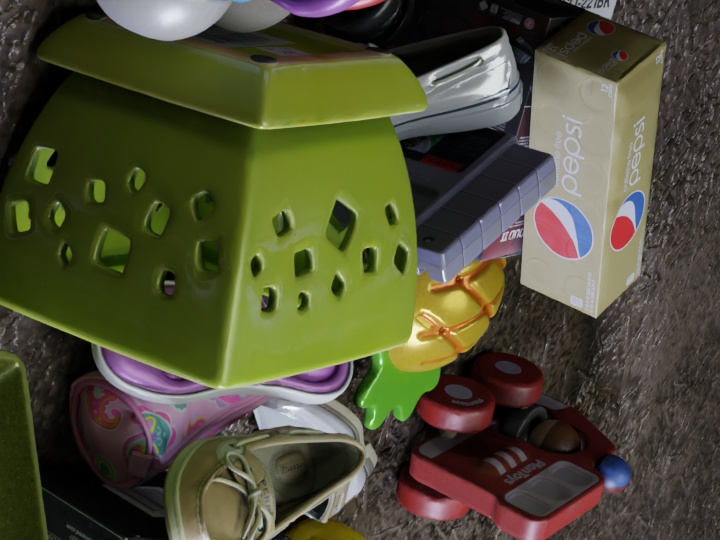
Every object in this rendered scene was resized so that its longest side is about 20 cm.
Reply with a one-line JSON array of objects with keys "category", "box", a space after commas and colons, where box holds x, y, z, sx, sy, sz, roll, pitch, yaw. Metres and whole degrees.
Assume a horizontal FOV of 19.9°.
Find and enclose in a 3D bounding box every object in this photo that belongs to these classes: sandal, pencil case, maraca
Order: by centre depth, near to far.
[{"category": "sandal", "box": [-0.082, 0.042, 1.331, 0.202, 0.050, 0.083, 5, 66, -39]}, {"category": "pencil case", "box": [-0.104, 0.072, 1.388, 0.200, 0.087, 0.088, -28, 136, -45]}, {"category": "maraca", "box": [0.048, 0.028, 1.573, 0.137, 0.107, 0.201, -6, 119, -54]}]

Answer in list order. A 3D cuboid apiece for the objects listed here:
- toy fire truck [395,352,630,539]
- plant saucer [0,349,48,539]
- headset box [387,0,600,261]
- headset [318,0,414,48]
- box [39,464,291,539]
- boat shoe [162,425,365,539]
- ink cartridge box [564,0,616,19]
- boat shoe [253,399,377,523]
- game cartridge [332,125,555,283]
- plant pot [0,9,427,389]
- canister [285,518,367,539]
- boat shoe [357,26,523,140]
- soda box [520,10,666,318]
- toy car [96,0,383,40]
[{"category": "toy fire truck", "box": [0.138, 0.162, 1.762, 0.200, 0.168, 0.112, -20, 129, -51]}, {"category": "plant saucer", "box": [-0.255, 0.137, 1.156, 0.200, 0.048, 0.200, 19, 58, -61]}, {"category": "headset box", "box": [0.066, -0.109, 1.450, 0.075, 0.148, 0.201, -13, 124, -54]}, {"category": "headset", "box": [-0.006, -0.210, 1.358, 0.200, 0.094, 0.124, -30, 145, -22]}, {"category": "box", "box": [-0.176, 0.242, 1.368, 0.200, 0.123, 0.199, 14, 99, -59]}, {"category": "boat shoe", "box": [-0.062, 0.139, 1.333, 0.201, 0.063, 0.073, -8, 89, -66]}, {"category": "ink cartridge box", "box": [0.116, -0.178, 1.542, 0.144, 0.084, 0.201, -13, 123, -53]}, {"category": "boat shoe", "box": [-0.040, 0.137, 1.554, 0.069, 0.075, 0.200, -61, 152, -15]}, {"category": "game cartridge", "box": [0.015, -0.063, 1.354, 0.130, 0.200, 0.038, -44, 137, -32]}, {"category": "plant pot", "box": [-0.084, -0.054, 1.216, 0.200, 0.199, 0.182, -13, 117, -55]}, {"category": "canister", "box": [-0.046, 0.317, 1.678, 0.148, 0.086, 0.200, -40, 142, -35]}, {"category": "boat shoe", "box": [0.006, -0.120, 1.350, 0.199, 0.074, 0.067, -14, 126, -5]}, {"category": "soda box", "box": [0.158, -0.071, 1.407, 0.064, 0.068, 0.200, -39, 143, -38]}, {"category": "toy car", "box": [-0.040, -0.197, 1.106, 0.200, 0.150, 0.175, -19, 138, -63]}]
